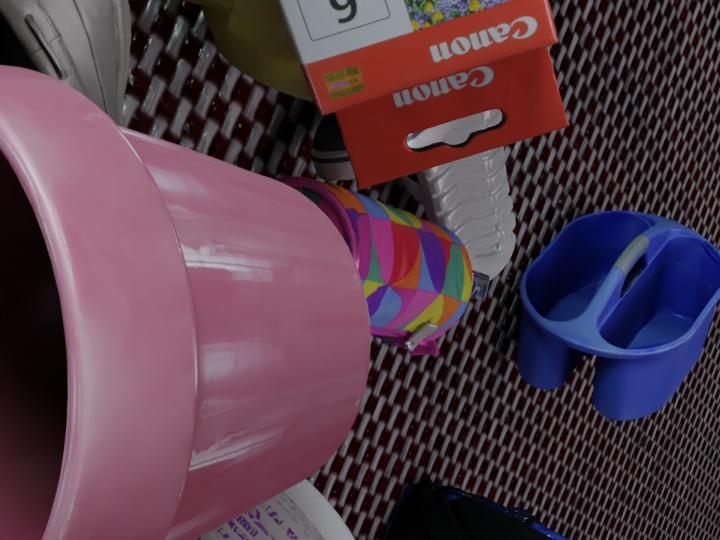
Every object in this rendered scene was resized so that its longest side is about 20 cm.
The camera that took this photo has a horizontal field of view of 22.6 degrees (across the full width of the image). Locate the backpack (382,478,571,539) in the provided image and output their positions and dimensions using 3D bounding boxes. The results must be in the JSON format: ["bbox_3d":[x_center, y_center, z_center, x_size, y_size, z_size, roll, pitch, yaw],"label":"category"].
[{"bbox_3d":[0.116,0.261,1.333,0.163,0.200,0.168,-68,156,-7],"label":"backpack"}]

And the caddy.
[{"bbox_3d":[0.207,0.024,1.426,0.200,0.141,0.105,-45,148,-47],"label":"caddy"}]

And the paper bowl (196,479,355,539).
[{"bbox_3d":[-0.071,0.159,0.837,0.104,0.201,0.201,-34,138,-39],"label":"paper bowl"}]

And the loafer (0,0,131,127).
[{"bbox_3d":[-0.129,-0.041,0.751,0.070,0.070,0.200,-36,131,-45],"label":"loafer"}]

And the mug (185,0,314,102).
[{"bbox_3d":[-0.023,-0.167,0.838,0.149,0.186,0.153,-97,-156,-66],"label":"mug"}]

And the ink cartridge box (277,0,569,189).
[{"bbox_3d":[0.022,-0.119,0.764,0.050,0.109,0.200,-100,172,-57],"label":"ink cartridge box"}]

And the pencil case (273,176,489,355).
[{"bbox_3d":[0.000,0.000,1.030,0.200,0.088,0.088,16,93,-64],"label":"pencil case"}]

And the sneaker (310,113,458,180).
[{"bbox_3d":[0.030,-0.125,1.009,0.200,0.078,0.079,-44,122,-41],"label":"sneaker"}]

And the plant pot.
[{"bbox_3d":[-0.100,0.028,0.654,0.179,0.200,0.200,-2,110,-50],"label":"plant pot"}]

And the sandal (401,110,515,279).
[{"bbox_3d":[0.050,-0.081,1.127,0.082,0.050,0.203,-29,122,-37],"label":"sandal"}]
